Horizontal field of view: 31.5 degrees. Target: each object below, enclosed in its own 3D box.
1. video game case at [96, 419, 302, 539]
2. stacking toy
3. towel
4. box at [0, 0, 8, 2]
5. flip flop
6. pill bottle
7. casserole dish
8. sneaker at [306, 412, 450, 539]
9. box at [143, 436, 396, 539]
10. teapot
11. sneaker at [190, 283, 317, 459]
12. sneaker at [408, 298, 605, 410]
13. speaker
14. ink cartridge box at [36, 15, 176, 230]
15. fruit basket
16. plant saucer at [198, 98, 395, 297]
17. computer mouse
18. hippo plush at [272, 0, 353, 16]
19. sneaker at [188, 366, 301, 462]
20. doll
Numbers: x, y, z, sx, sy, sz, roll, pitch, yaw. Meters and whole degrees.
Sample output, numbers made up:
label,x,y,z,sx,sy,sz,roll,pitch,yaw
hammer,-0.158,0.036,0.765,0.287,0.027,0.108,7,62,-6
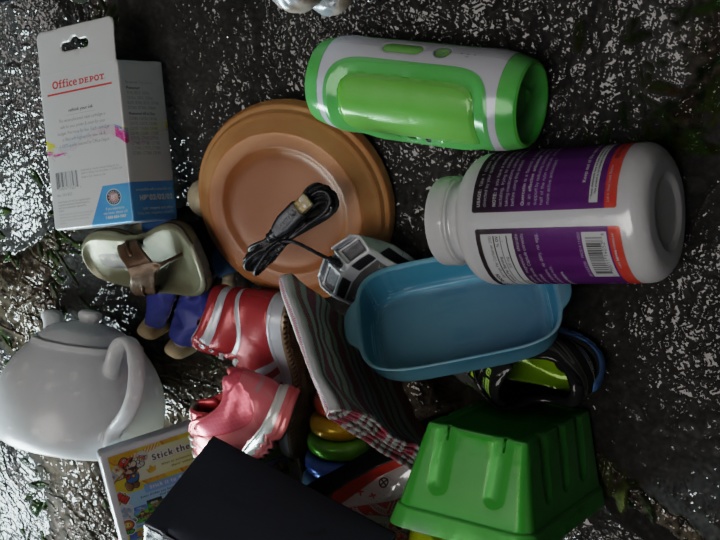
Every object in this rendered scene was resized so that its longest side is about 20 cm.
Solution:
label,x,y,z,sx,sy,sz,roll,pitch,yaw
video game case,-0.157,0.241,1.332,0.023,0.199,0.183,-153,49,-66
stacking toy,-0.020,0.168,1.276,0.085,0.085,0.201,12,111,28
towel,0.002,0.092,1.130,0.030,0.200,0.147,-33,56,12
box,-0.399,-0.397,1.254,0.200,0.124,0.197,36,125,16
flip flop,-0.220,-0.006,1.274,0.200,0.058,0.081,4,119,41
pill bottle,0.158,-0.045,1.054,0.199,0.112,0.113,-1,109,33
casserole dish,0.086,0.041,1.115,0.199,0.121,0.039,-11,137,6
sneaker,0.039,0.223,1.232,0.201,0.067,0.108,-28,107,-1
box,-0.089,0.289,1.174,0.196,0.118,0.200,26,138,13
teapot,-0.296,0.116,1.372,0.199,0.197,0.147,9,94,11
sneaker,-0.105,0.097,1.285,0.112,0.071,0.201,11,126,22
sneaker,0.115,0.077,1.137,0.199,0.083,0.071,12,116,20
speaker,0.055,-0.153,1.093,0.199,0.088,0.089,11,115,28
ink cartridge box,-0.256,-0.145,1.284,0.115,0.068,0.201,-4,93,35
fruit basket,0.115,0.222,1.132,0.155,0.216,0.216,9,114,28
plant saucer,-0.067,-0.061,1.212,0.199,0.037,0.201,8,115,17
computer mouse,0.000,0.000,1.177,0.200,0.044,0.110,31,114,-21
hippo plush,-0.095,-0.285,1.080,0.160,0.200,0.160,-5,85,41
sneaker,-0.136,0.163,1.250,0.087,0.074,0.200,32,123,-7
doll,-0.184,-0.009,1.322,0.136,0.048,0.200,33,123,16
